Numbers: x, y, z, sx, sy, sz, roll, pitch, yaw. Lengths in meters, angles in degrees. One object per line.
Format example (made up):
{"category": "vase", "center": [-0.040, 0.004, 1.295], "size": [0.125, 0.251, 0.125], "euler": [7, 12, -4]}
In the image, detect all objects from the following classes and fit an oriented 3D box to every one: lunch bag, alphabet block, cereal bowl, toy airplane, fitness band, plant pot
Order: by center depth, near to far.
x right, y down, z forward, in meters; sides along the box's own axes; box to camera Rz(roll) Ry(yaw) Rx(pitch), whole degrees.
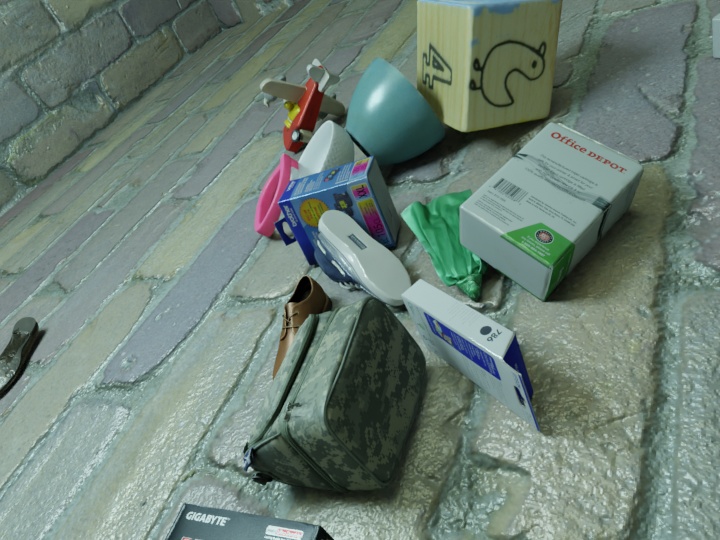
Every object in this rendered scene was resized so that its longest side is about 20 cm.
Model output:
{"category": "lunch bag", "center": [-0.037, 0.149, 0.636], "size": [0.166, 0.140, 0.201], "euler": [-22, 32, 38]}
{"category": "alphabet block", "center": [0.223, -0.387, 0.996], "size": [0.192, 0.203, 0.197], "euler": [-13, 31, -15]}
{"category": "plant pot", "center": [0.049, -0.286, 1.063], "size": [0.135, 0.200, 0.200], "euler": [-43, 35, 4]}
{"category": "cereal bowl", "center": [-0.069, -0.183, 1.065], "size": [0.200, 0.082, 0.202], "euler": [-48, 29, 38]}
{"category": "fitness band", "center": [-0.175, -0.155, 1.118], "size": [0.144, 0.037, 0.201], "euler": [-54, 24, 26]}
{"category": "toy airplane", "center": [-0.138, -0.416, 1.331], "size": [0.199, 0.201, 0.141], "euler": [-40, 49, -16]}

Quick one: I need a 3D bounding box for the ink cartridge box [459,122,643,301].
{"category": "ink cartridge box", "center": [0.248, -0.084, 0.720], "size": [0.200, 0.084, 0.146], "euler": [-41, 59, -16]}

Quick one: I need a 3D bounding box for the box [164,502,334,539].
{"category": "box", "center": [-0.137, 0.331, 0.550], "size": [0.197, 0.046, 0.160], "euler": [-6, 42, 30]}

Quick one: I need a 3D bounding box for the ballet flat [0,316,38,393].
{"category": "ballet flat", "center": [-0.735, 0.187, 1.154], "size": [0.066, 0.047, 0.202], "euler": [5, 44, -7]}

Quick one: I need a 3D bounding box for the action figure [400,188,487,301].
{"category": "action figure", "center": [0.136, -0.033, 0.798], "size": [0.117, 0.055, 0.202], "euler": [-22, 43, 9]}

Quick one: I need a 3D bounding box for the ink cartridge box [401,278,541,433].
{"category": "ink cartridge box", "center": [0.130, 0.088, 0.615], "size": [0.039, 0.100, 0.200], "euler": [-37, 37, -14]}

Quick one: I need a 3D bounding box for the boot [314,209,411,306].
{"category": "boot", "center": [0.000, 0.000, 0.849], "size": [0.072, 0.091, 0.200], "euler": [-20, 55, -32]}

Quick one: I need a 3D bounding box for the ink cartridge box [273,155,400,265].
{"category": "ink cartridge box", "center": [-0.047, -0.093, 0.926], "size": [0.197, 0.138, 0.077], "euler": [-11, 33, 24]}

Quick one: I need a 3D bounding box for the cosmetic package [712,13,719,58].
{"category": "cosmetic package", "center": [0.657, -0.367, 0.823], "size": [0.101, 0.072, 0.200], "euler": [-35, 36, -7]}

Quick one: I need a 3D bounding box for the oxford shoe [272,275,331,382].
{"category": "oxford shoe", "center": [-0.096, 0.090, 0.797], "size": [0.070, 0.072, 0.202], "euler": [-12, 41, 20]}
